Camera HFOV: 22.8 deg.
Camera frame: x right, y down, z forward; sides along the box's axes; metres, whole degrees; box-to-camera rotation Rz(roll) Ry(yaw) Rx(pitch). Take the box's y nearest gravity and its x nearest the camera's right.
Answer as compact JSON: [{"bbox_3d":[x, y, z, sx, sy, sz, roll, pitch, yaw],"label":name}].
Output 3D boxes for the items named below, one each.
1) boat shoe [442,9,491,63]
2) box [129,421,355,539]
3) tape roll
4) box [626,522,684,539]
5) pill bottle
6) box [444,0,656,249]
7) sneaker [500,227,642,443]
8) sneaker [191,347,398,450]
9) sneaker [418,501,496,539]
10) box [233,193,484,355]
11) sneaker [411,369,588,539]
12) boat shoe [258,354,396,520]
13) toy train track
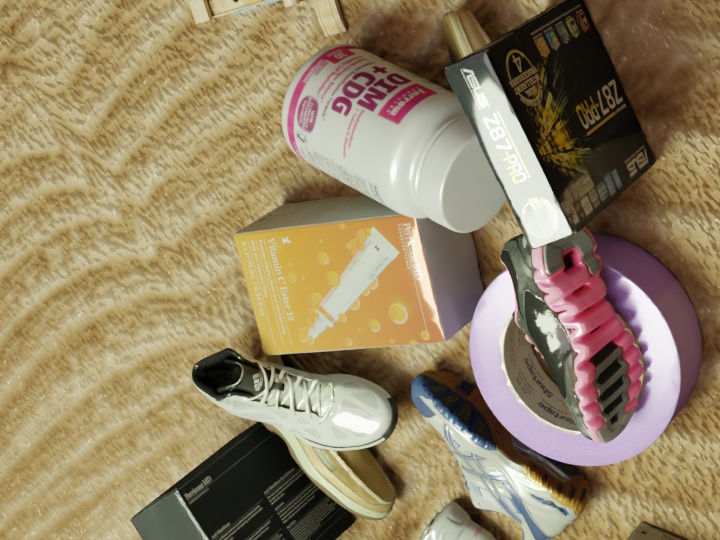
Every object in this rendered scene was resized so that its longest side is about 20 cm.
[{"bbox_3d":[0.139,-0.145,1.550,0.064,0.071,0.201,-31,95,-2],"label":"boat shoe"},{"bbox_3d":[-0.113,0.245,1.755,0.079,0.200,0.142,-30,92,34],"label":"box"},{"bbox_3d":[0.200,0.070,1.594,0.199,0.066,0.201,11,113,26],"label":"tape roll"},{"bbox_3d":[0.257,0.348,1.654,0.077,0.095,0.201,20,119,20],"label":"box"},{"bbox_3d":[0.034,-0.114,1.550,0.200,0.113,0.114,30,123,39],"label":"pill bottle"},{"bbox_3d":[0.159,-0.125,1.457,0.049,0.200,0.162,-20,98,34],"label":"box"},{"bbox_3d":[0.174,0.052,1.530,0.095,0.079,0.201,-3,108,53],"label":"sneaker"},{"bbox_3d":[-0.071,0.123,1.686,0.199,0.115,0.076,10,85,21],"label":"sneaker"},{"bbox_3d":[0.080,0.329,1.758,0.099,0.078,0.201,32,122,11],"label":"sneaker"},{"bbox_3d":[0.000,0.000,1.658,0.199,0.097,0.125,-6,106,31],"label":"box"},{"bbox_3d":[0.115,0.181,1.679,0.200,0.075,0.088,41,124,10],"label":"sneaker"},{"bbox_3d":[-0.032,0.157,1.759,0.200,0.072,0.076,43,112,8],"label":"boat shoe"},{"bbox_3d":[-0.081,-0.260,1.640,0.199,0.033,0.115,-11,103,33],"label":"toy train track"}]
